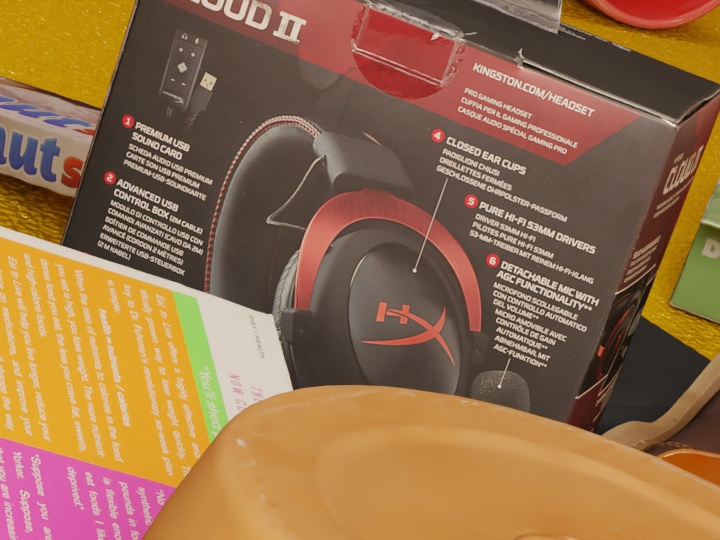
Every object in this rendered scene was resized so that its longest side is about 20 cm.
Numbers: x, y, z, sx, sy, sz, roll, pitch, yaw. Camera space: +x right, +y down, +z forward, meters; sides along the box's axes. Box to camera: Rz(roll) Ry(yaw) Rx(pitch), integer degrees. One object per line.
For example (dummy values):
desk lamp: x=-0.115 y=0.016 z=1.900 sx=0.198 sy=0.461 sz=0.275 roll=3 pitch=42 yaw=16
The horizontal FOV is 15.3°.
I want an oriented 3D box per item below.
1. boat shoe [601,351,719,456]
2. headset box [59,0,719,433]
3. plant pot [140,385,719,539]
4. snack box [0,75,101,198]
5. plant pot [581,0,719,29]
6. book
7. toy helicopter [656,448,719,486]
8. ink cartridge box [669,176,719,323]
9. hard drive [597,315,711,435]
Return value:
boat shoe: x=0.121 y=0.074 z=0.863 sx=0.070 sy=0.071 sz=0.200 roll=24 pitch=25 yaw=20
headset box: x=0.000 y=0.000 z=0.727 sx=0.148 sy=0.200 sz=0.075 roll=22 pitch=17 yaw=12
plant pot: x=0.018 y=0.112 z=0.499 sx=0.200 sy=0.140 sz=0.200 roll=18 pitch=16 yaw=-5
snack box: x=-0.108 y=-0.047 z=1.009 sx=0.200 sy=0.024 sz=0.072 roll=19 pitch=14 yaw=37
plant pot: x=0.162 y=-0.280 z=1.849 sx=0.200 sy=0.201 sz=0.177 roll=6 pitch=13 yaw=-38
book: x=-0.097 y=0.039 z=0.598 sx=0.200 sy=0.048 sz=0.134 roll=22 pitch=30 yaw=-32
toy helicopter: x=0.150 y=0.109 z=0.752 sx=0.200 sy=0.079 sz=0.132 roll=24 pitch=29 yaw=-54
ink cartridge box: x=0.201 y=-0.002 z=1.204 sx=0.104 sy=0.059 sz=0.200 roll=21 pitch=17 yaw=7
hard drive: x=0.043 y=0.033 z=0.964 sx=0.200 sy=0.033 sz=0.140 roll=3 pitch=23 yaw=-43
